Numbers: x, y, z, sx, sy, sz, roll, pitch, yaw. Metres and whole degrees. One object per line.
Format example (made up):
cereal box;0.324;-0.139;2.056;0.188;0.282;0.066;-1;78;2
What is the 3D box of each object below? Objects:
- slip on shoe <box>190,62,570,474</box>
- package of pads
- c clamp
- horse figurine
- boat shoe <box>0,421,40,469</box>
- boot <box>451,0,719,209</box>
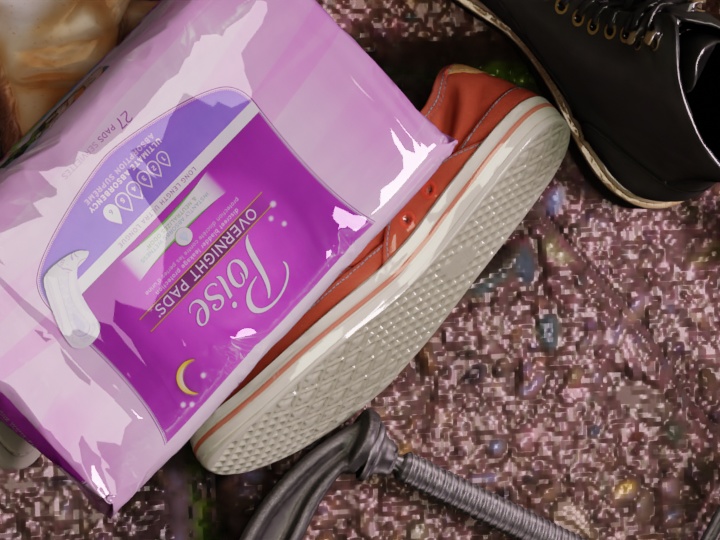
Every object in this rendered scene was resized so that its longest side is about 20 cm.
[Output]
slip on shoe;0.000;0.000;1.162;0.061;0.074;0.200;39;87;23
package of pads;-0.070;-0.019;1.078;0.121;0.076;0.200;46;76;-11
c clamp;0.047;0.121;1.192;0.199;0.027;0.172;21;91;-16
horse figurine;-0.123;-0.127;1.110;0.132;0.050;0.200;-41;119;-7
boat shoe;-0.178;-0.014;1.124;0.062;0.073;0.201;-15;103;29
boot;0.094;-0.116;1.141;0.077;0.138;0.200;-41;99;-10
